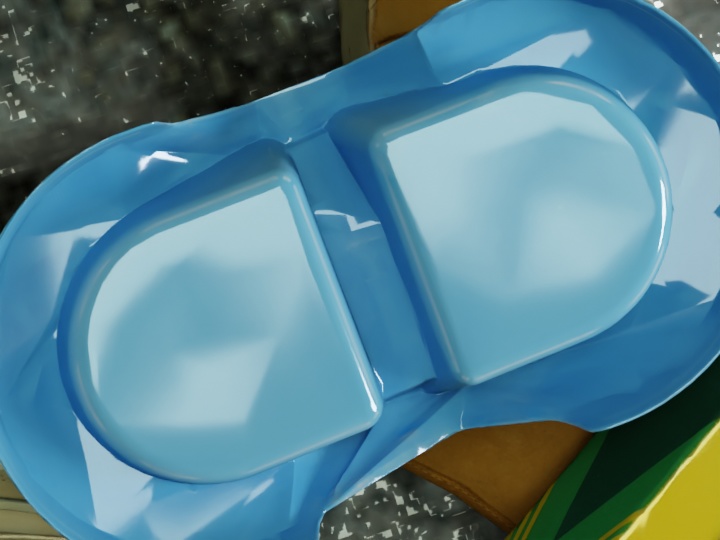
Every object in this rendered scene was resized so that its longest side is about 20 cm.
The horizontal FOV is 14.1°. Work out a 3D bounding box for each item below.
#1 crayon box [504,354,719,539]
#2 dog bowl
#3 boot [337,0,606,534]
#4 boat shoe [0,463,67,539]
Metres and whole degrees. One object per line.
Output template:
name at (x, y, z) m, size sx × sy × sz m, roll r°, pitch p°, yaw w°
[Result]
crayon box at (0.133, 0.114, 0.769) m, size 0.200 × 0.058 × 0.173 m, roll 44°, pitch 84°, yaw -19°
dog bowl at (0.000, 0.000, 0.724) m, size 0.200 × 0.050 × 0.112 m, roll -22°, pitch 99°, yaw -8°
boot at (0.054, -0.038, 0.790) m, size 0.144 × 0.071 × 0.201 m, roll 34°, pitch 87°, yaw -11°
boat shoe at (-0.140, 0.060, 0.753) m, size 0.201 × 0.073 × 0.063 m, roll -10°, pitch 84°, yaw -15°
